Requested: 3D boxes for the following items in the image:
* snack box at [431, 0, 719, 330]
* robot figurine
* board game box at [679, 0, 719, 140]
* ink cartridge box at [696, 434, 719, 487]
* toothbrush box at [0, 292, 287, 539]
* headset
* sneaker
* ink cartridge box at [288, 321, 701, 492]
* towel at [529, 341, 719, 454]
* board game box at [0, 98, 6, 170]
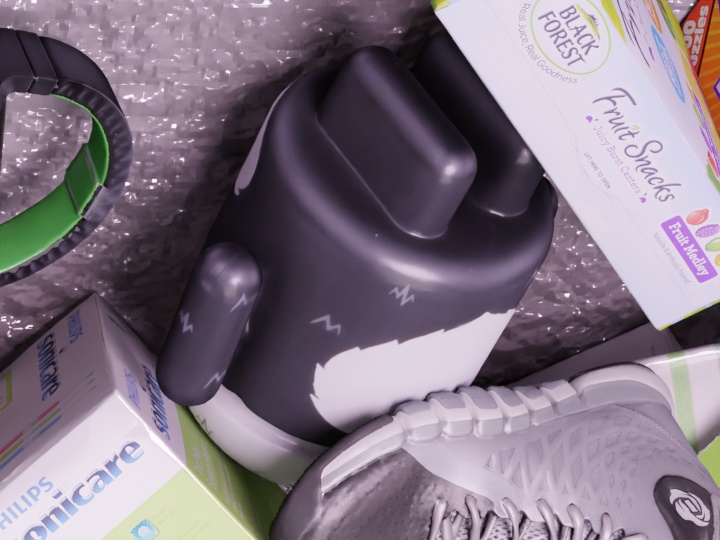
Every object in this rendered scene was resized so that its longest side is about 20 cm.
[{"bbox_3d":[0.076,-0.090,0.894,0.053,0.143,0.200,-26,138,14],"label":"snack box"},{"bbox_3d":[0.002,0.001,0.989,0.150,0.125,0.200,18,131,-13],"label":"robot figurine"},{"bbox_3d":[0.269,-0.063,0.934,0.199,0.200,0.200,11,133,-27],"label":"board game box"},{"bbox_3d":[0.191,0.144,1.100,0.147,0.076,0.200,22,125,-29],"label":"ink cartridge box"},{"bbox_3d":[-0.070,0.122,1.025,0.086,0.146,0.200,-40,108,3],"label":"toothbrush box"},{"bbox_3d":[-0.181,-0.049,0.910,0.199,0.094,0.124,3,137,-39],"label":"headset"},{"bbox_3d":[0.071,0.104,0.969,0.199,0.116,0.075,-15,143,-33],"label":"sneaker"},{"bbox_3d":[0.080,0.115,1.184,0.199,0.067,0.116,-25,138,13],"label":"ink cartridge box"},{"bbox_3d":[0.098,0.103,1.108,0.199,0.023,0.153,-13,134,2],"label":"towel"},{"bbox_3d":[-0.199,-0.010,1.001,0.104,0.024,0.200,0,137,-12],"label":"board game box"}]
